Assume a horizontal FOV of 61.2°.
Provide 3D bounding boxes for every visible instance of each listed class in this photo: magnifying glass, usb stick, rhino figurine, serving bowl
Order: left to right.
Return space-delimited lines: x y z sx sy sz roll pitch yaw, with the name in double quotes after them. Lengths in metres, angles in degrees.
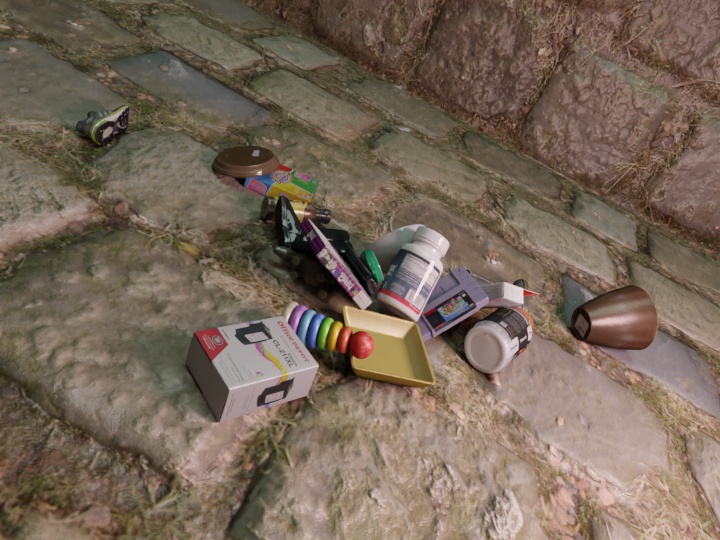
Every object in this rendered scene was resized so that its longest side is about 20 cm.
-0.139 -0.009 1.455 0.197 0.061 0.087 35 16 13 "rhino figurine"
0.000 0.000 1.488 0.032 0.057 0.201 -23 27 -6 "usb stick"
0.033 0.006 1.472 0.022 0.201 0.081 -24 74 -7 "magnifying glass"
0.096 -0.039 1.572 0.196 0.199 0.067 -9 68 -44 "serving bowl"

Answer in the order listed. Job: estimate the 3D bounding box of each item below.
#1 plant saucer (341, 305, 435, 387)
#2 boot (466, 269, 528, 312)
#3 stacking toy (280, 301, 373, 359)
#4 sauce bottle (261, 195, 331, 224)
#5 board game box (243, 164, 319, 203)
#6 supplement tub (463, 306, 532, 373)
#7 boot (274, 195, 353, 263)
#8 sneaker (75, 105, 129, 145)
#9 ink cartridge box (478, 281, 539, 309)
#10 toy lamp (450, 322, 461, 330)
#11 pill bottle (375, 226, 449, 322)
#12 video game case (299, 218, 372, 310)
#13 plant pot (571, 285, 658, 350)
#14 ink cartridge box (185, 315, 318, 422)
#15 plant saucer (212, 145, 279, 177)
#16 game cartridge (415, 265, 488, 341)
0.050 0.176 1.332 0.194 0.049 0.202 16 32 -19 "plant saucer"
0.391 0.051 1.775 0.194 0.074 0.183 19 28 2 "boot"
-0.067 0.131 1.232 0.194 0.088 0.086 16 28 13 "stacking toy"
-0.173 -0.159 1.660 0.195 0.066 0.065 6 35 -32 "sauce bottle"
-0.228 -0.255 1.785 0.195 0.041 0.154 22 31 -7 "board game box"
0.347 0.164 1.501 0.122 0.125 0.198 39 33 23 "supplement tub"
-0.121 -0.107 1.589 0.194 0.066 0.170 4 62 -27 "boot"
-0.689 -0.407 1.641 0.079 0.076 0.201 21 29 -1 "sneaker"
0.339 0.077 1.583 0.170 0.197 0.045 17 71 -40 "ink cartridge box"
0.181 0.077 1.574 0.057 0.059 0.200 -12 48 -47 "toy lamp"
0.129 0.006 1.450 0.117 0.204 0.120 28 -9 5 "pill bottle"
-0.060 -0.018 1.421 0.182 0.036 0.200 50 2 -28 "video game case"
0.728 0.148 1.787 0.193 0.191 0.189 -4 38 -17 "plant pot"
-0.197 0.172 1.114 0.196 0.084 0.146 -8 43 -43 "ink cartridge box"
-0.330 -0.318 1.753 0.193 0.030 0.202 1 30 -1 "plant saucer"
0.203 0.080 1.495 0.196 0.039 0.130 -30 44 -7 "game cartridge"
